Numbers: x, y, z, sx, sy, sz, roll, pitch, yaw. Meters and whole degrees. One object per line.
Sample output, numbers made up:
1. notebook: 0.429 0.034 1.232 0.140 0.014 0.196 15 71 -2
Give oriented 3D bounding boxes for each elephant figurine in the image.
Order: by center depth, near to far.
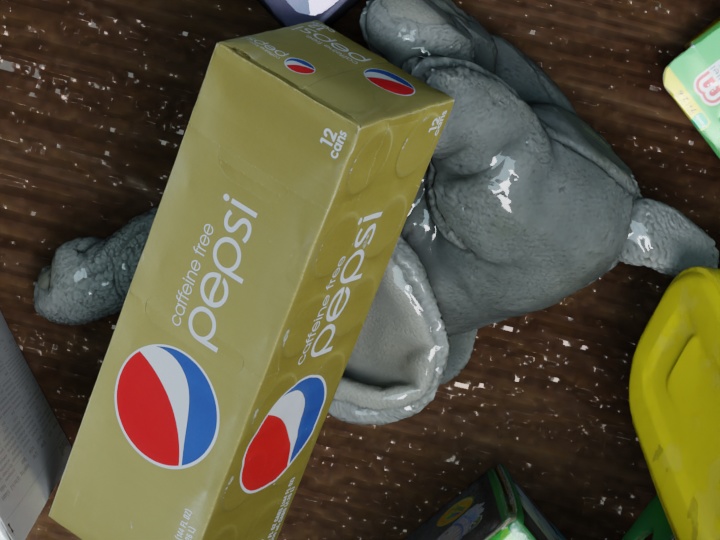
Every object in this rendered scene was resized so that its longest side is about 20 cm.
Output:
1. elephant figurine: 0.000 0.000 0.960 0.200 0.155 0.141 -49 137 14

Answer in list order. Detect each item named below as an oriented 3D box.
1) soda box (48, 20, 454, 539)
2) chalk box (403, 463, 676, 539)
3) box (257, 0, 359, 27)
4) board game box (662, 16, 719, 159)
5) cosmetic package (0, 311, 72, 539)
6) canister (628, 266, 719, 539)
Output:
1. soda box: -0.041 0.015 0.881 0.064 0.068 0.200 31 116 22
2. chalk box: 0.054 0.164 0.963 0.200 0.124 0.124 -39 94 4
3. box: -0.016 -0.223 0.930 0.200 0.123 0.198 -43 95 4
4. board game box: 0.223 -0.103 0.989 0.200 0.030 0.096 -38 94 0
5. cosmetic package: -0.154 0.060 0.913 0.051 0.200 0.083 -28 94 1
6. canister: 0.213 0.073 0.916 0.200 0.149 0.087 9 127 -22
